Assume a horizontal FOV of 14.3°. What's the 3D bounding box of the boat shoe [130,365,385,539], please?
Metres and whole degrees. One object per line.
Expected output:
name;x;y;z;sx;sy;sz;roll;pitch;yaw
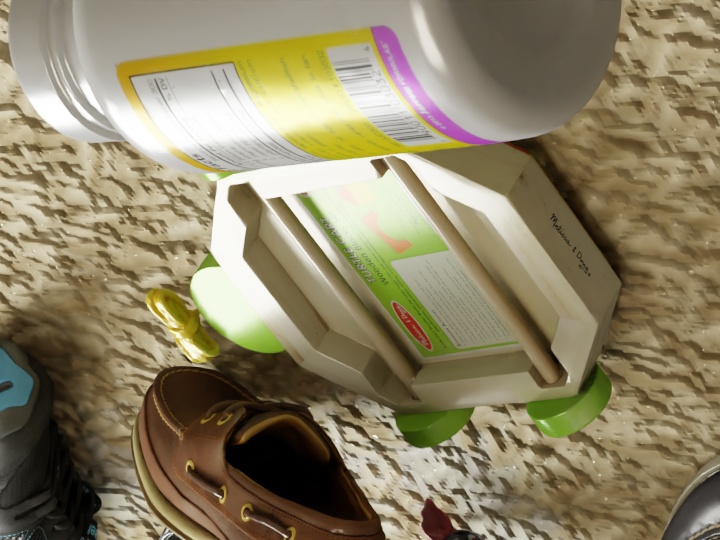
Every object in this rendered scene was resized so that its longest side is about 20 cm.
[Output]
boat shoe;-0.035;0.082;1.132;0.200;0.072;0.068;-132;48;-57

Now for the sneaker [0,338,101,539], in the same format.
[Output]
sneaker;-0.151;0.094;1.299;0.082;0.073;0.200;17;151;-5

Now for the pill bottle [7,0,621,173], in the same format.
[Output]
pill bottle;-0.022;-0.086;0.935;0.200;0.104;0.104;-4;131;41

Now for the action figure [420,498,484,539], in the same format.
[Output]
action figure;0.039;0.187;1.152;0.134;0.200;0.149;27;129;-35

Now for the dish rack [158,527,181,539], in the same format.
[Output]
dish rack;-0.026;0.209;1.340;0.200;0.055;0.153;30;147;1

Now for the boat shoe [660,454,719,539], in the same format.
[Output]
boat shoe;0.162;0.103;1.052;0.073;0.063;0.200;40;145;-10

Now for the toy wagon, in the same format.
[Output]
toy wagon;0.000;0.000;1.079;0.200;0.040;0.155;-9;127;45
